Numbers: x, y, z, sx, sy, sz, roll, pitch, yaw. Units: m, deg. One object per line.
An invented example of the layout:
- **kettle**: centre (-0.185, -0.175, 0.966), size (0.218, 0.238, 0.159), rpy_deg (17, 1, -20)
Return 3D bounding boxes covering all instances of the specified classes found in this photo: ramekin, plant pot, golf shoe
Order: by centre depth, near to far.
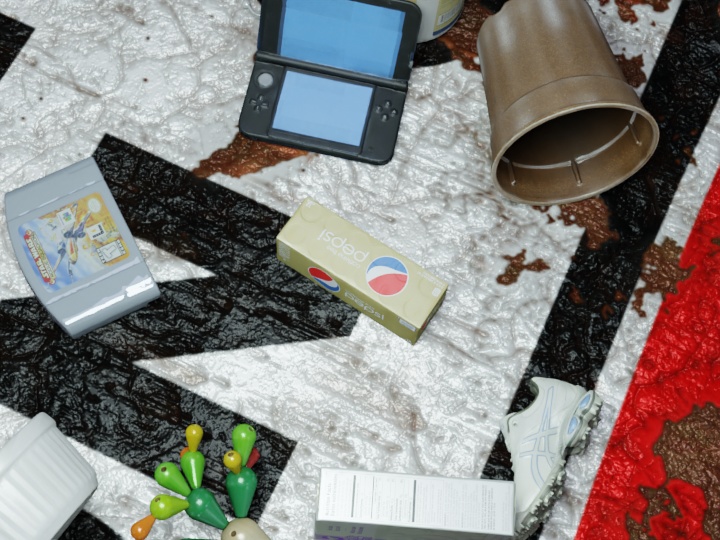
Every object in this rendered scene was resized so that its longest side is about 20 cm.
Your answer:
- **ramekin**: centre (-0.351, 0.250, 1.185), size (0.094, 0.202, 0.203), rpy_deg (39, 71, -2)
- **golf shoe**: centre (0.189, 0.207, 1.301), size (0.097, 0.078, 0.200), rpy_deg (24, 61, 19)
- **plant pot**: centre (0.231, -0.214, 1.411), size (0.199, 0.201, 0.199), rpy_deg (-9, 61, -7)

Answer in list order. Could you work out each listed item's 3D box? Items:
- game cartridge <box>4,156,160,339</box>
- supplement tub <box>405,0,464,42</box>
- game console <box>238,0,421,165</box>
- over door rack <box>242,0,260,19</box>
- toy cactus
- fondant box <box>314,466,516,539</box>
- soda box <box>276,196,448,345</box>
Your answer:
- **game cartridge**: centre (-0.335, -0.027, 1.377), size (0.133, 0.042, 0.201), rpy_deg (-25, 72, -17)
- **supplement tub**: centre (0.070, -0.393, 1.458), size (0.144, 0.200, 0.145), rpy_deg (1, 68, -3)
- **game console**: centre (-0.039, -0.244, 1.436), size (0.199, 0.118, 0.172), rpy_deg (12, 68, 2)
- **over door rack**: centre (-0.086, -0.436, 1.497), size (0.066, 0.148, 0.200), rpy_deg (35, 71, 5)
- **toy cactus**: centre (-0.159, 0.267, 1.252), size (0.165, 0.102, 0.200), rpy_deg (40, 68, -8)
- **fondant box**: centre (0.052, 0.253, 1.227), size (0.199, 0.144, 0.059), rpy_deg (6, 69, -1)
- **soda box**: centre (0.000, 0.000, 1.370), size (0.200, 0.064, 0.068), rpy_deg (33, 70, 9)
